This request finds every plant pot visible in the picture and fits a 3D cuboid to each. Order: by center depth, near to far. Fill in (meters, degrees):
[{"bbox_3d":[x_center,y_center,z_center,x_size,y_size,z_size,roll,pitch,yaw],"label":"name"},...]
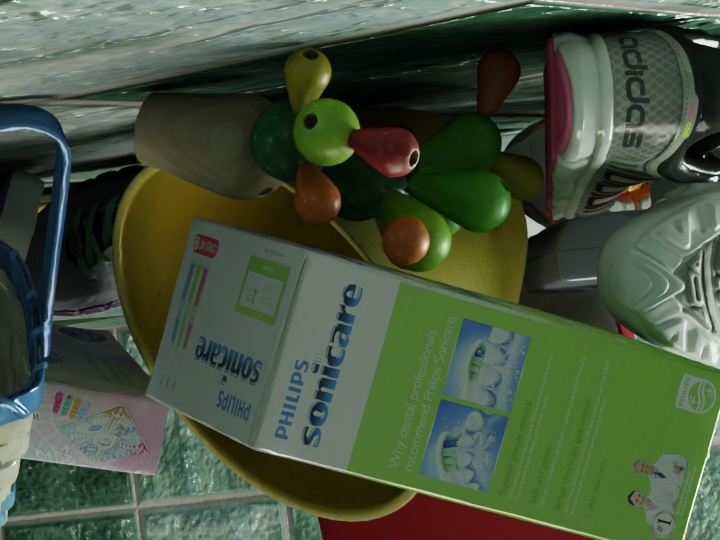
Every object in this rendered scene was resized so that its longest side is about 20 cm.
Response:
[{"bbox_3d":[0.000,0.000,1.448,0.200,0.201,0.142,-10,-159,49],"label":"plant pot"}]

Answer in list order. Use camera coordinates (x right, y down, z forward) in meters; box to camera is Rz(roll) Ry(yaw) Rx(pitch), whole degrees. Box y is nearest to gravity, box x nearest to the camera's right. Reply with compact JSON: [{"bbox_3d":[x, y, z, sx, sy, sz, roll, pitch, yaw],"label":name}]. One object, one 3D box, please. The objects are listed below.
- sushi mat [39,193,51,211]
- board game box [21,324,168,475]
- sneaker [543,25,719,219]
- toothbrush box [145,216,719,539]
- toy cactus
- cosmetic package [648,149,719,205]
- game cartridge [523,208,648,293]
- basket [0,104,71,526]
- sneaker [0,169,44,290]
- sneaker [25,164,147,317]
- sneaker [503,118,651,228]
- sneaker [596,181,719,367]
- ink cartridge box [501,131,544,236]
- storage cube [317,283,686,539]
[{"bbox_3d":[-0.104,-0.048,1.732,0.199,0.012,0.096,-9,175,20],"label":"sushi mat"},{"bbox_3d":[-0.210,0.051,1.492,0.198,0.044,0.200,8,-174,-14],"label":"board game box"},{"bbox_3d":[0.125,-0.065,1.313,0.087,0.074,0.200,-1,173,3],"label":"sneaker"},{"bbox_3d":[0.030,0.048,1.256,0.199,0.086,0.146,15,-179,-22],"label":"toothbrush box"},{"bbox_3d":[-0.015,-0.054,1.258,0.164,0.103,0.200,12,-174,17],"label":"toy cactus"},{"bbox_3d":[0.229,-0.072,1.473,0.101,0.074,0.200,-4,175,-23],"label":"cosmetic package"},{"bbox_3d":[0.187,-0.014,1.509,0.199,0.041,0.133,-5,-179,-8],"label":"game cartridge"},{"bbox_3d":[-0.212,0.021,1.295,0.176,0.201,0.139,-6,-146,-13],"label":"basket"},{"bbox_3d":[-0.240,-0.020,1.509,0.146,0.081,0.200,13,-169,-7],"label":"sneaker"},{"bbox_3d":[-0.115,-0.033,1.589,0.199,0.075,0.088,-19,164,13],"label":"sneaker"},{"bbox_3d":[0.133,-0.053,1.637,0.077,0.079,0.200,3,-177,38],"label":"sneaker"},{"bbox_3d":[0.153,-0.002,1.352,0.099,0.078,0.200,8,-172,37],"label":"sneaker"},{"bbox_3d":[0.003,-0.019,1.744,0.200,0.068,0.115,-20,174,40],"label":"ink cartridge box"},{"bbox_3d":[0.068,0.107,1.604,0.199,0.181,0.171,-9,-161,7],"label":"storage cube"}]
